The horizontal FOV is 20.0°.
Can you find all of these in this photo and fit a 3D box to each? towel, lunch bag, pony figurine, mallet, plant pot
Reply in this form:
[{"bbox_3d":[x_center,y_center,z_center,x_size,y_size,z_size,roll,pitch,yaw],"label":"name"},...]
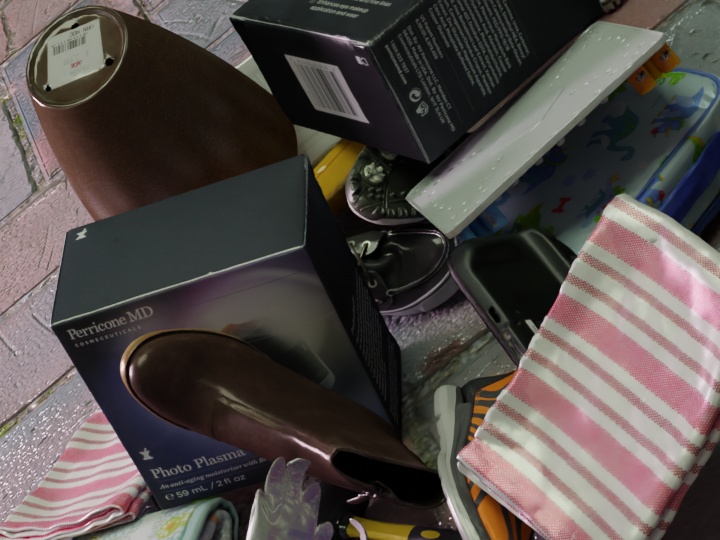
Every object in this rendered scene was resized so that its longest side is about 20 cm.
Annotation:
[{"bbox_3d":[0.151,0.069,1.199,0.146,0.030,0.200,38,102,44],"label":"towel"},{"bbox_3d":[-0.187,0.263,1.520,0.171,0.048,0.200,-15,38,37],"label":"towel"},{"bbox_3d":[0.185,-0.056,1.478,0.200,0.082,0.161,-51,30,-19],"label":"lunch bag"},{"bbox_3d":[-0.008,0.234,1.267,0.200,0.167,0.193,5,65,32],"label":"pony figurine"},{"bbox_3d":[-0.202,0.151,1.665,0.146,0.030,0.200,-19,23,33],"label":"towel"},{"bbox_3d":[0.026,0.188,1.388,0.200,0.041,0.066,10,58,49],"label":"mallet"},{"bbox_3d":[-0.178,-0.122,1.643,0.187,0.200,0.187,-13,59,22],"label":"plant pot"}]

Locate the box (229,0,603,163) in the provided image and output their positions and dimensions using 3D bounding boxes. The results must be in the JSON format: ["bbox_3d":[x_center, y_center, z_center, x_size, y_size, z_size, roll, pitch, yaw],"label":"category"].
[{"bbox_3d":[0.043,-0.199,1.581,0.200,0.118,0.197,-42,32,-19],"label":"box"}]

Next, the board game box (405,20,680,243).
[{"bbox_3d":[0.126,-0.099,1.462,0.200,0.026,0.200,-43,12,1],"label":"board game box"}]

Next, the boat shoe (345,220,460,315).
[{"bbox_3d":[0.000,0.000,1.610,0.200,0.066,0.070,-11,74,44],"label":"boat shoe"}]

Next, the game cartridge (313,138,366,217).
[{"bbox_3d":[-0.031,-0.064,1.700,0.200,0.032,0.176,-46,-3,-14],"label":"game cartridge"}]

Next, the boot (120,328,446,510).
[{"bbox_3d":[-0.050,0.098,1.363,0.166,0.200,0.072,19,86,65],"label":"boot"}]

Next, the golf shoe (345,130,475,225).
[{"bbox_3d":[0.037,-0.064,1.636,0.088,0.077,0.200,-47,-8,31],"label":"golf shoe"}]

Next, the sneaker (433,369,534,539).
[{"bbox_3d":[0.111,0.121,1.316,0.112,0.078,0.200,-20,34,9],"label":"sneaker"}]

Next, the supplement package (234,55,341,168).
[{"bbox_3d":[-0.091,-0.112,1.809,0.200,0.114,0.110,-38,-6,4],"label":"supplement package"}]

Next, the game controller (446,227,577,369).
[{"bbox_3d":[0.137,0.048,1.318,0.104,0.042,0.200,-11,50,-32],"label":"game controller"}]

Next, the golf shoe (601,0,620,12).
[{"bbox_3d":[0.126,-0.227,1.762,0.200,0.097,0.078,-39,31,7],"label":"golf shoe"}]

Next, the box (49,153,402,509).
[{"bbox_3d":[-0.096,0.049,1.507,0.200,0.199,0.123,-18,34,13],"label":"box"}]
